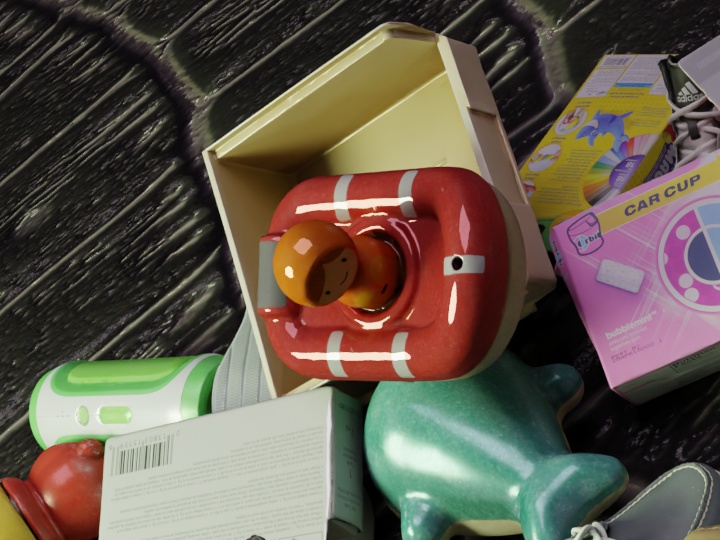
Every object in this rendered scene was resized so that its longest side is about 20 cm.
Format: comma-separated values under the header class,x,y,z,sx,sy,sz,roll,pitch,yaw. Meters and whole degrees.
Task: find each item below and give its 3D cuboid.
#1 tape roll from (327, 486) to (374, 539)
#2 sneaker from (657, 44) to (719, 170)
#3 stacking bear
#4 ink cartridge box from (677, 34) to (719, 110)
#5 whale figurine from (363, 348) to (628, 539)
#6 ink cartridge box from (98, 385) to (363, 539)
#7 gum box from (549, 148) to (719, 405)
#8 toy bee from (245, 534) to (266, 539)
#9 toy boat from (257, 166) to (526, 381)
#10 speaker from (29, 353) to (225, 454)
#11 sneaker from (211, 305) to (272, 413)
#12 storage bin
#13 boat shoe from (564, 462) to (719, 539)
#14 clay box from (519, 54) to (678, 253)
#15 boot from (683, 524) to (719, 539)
class,x,y,z,sx,sy,sz,roll,pitch,yaw
tape roll,-0.083,0.199,1.148,0.201,0.037,0.204,-25,34,18
sneaker,0.224,-0.079,1.138,0.075,0.116,0.202,-10,40,35
stacking bear,-0.269,0.206,1.261,0.199,0.122,0.114,-35,29,-13
ink cartridge box,0.281,-0.062,0.956,0.159,0.201,0.047,-32,-13,-36
whale figurine,0.077,0.108,1.043,0.159,0.104,0.200,-43,29,-12
ink cartridge box,-0.089,0.181,1.106,0.198,0.043,0.176,-15,62,30
gum box,0.225,-0.005,1.041,0.198,0.066,0.115,-25,67,17
toy bee,-0.045,0.276,0.971,0.131,0.108,0.202,37,100,49
toy boat,0.000,0.000,1.010,0.198,0.130,0.132,-3,84,39
speaker,-0.170,0.110,1.302,0.198,0.089,0.089,-5,43,40
sneaker,-0.055,0.064,1.237,0.072,0.071,0.202,-10,45,26
storage bin,0.012,-0.034,1.148,0.198,0.093,0.202,-31,66,33
boat shoe,0.138,0.177,0.936,0.200,0.062,0.073,-46,33,-15
clay box,0.183,-0.078,1.242,0.114,0.048,0.201,8,55,51
boot,0.272,0.115,0.877,0.198,0.073,0.156,-7,42,36
